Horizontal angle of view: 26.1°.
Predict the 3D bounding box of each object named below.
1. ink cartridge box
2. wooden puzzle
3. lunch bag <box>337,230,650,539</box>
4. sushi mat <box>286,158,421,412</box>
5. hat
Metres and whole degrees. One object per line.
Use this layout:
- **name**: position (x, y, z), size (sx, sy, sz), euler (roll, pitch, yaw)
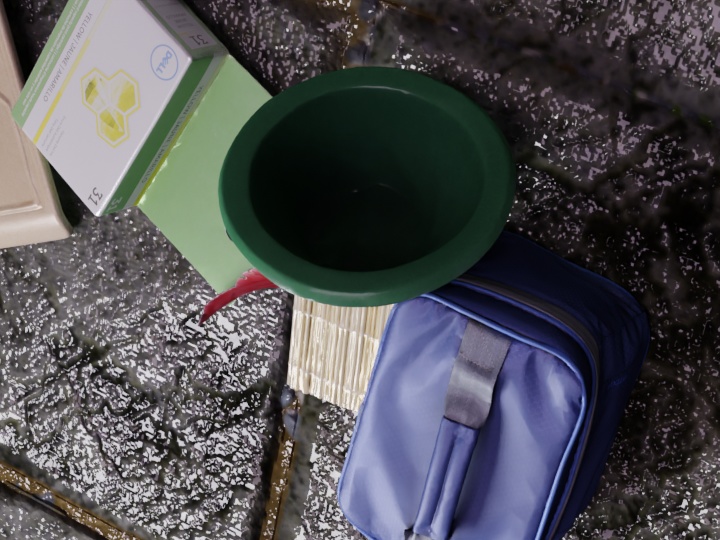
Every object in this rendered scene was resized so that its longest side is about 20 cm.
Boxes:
- **ink cartridge box**: position (-0.129, -0.089, 1.016), size (0.200, 0.048, 0.146), euler (48, 124, 16)
- **wooden puzzle**: position (-0.304, -0.109, 1.133), size (0.184, 0.037, 0.201), euler (-6, 108, 32)
- **lunch bag**: position (0.070, 0.093, 0.917), size (0.135, 0.132, 0.201), euler (25, 118, 21)
- **sushi mat**: position (0.000, 0.000, 0.998), size (0.095, 0.012, 0.201), euler (18, 116, 26)
- **hat**: position (0.005, -0.009, 0.951), size (0.200, 0.165, 0.177), euler (40, 158, 31)
